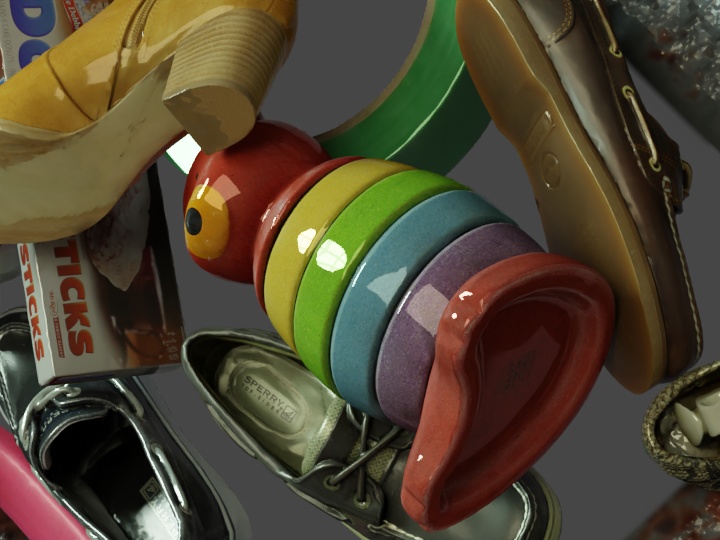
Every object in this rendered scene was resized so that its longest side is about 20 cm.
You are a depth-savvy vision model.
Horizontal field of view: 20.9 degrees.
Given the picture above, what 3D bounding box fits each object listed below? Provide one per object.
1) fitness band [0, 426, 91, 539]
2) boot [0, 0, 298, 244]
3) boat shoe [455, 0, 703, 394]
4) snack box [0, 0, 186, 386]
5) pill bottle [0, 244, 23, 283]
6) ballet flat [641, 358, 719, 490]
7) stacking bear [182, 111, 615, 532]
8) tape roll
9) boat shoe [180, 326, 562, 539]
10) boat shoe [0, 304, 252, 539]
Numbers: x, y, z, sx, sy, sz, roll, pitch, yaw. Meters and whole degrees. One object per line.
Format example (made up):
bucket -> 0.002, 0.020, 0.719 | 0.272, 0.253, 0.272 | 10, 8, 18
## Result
fitness band -> -0.190, 0.118, 0.926 | 0.200, 0.143, 0.037 | 41, 107, 35
boot -> -0.115, -0.093, 0.908 | 0.201, 0.071, 0.144 | -16, 37, 23
boat shoe -> 0.110, -0.047, 0.858 | 0.070, 0.070, 0.201 | -15, 76, -23
snack box -> -0.135, -0.047, 0.952 | 0.024, 0.072, 0.201 | -27, 71, 58
pill bottle -> -0.231, -0.091, 0.988 | 0.112, 0.112, 0.201 | -4, 105, 28
ballet flat -> 0.203, 0.039, 0.775 | 0.200, 0.075, 0.068 | -24, 78, 19
stacking bear -> 0.000, 0.000, 0.846 | 0.200, 0.114, 0.122 | 34, 127, 32
tape roll -> -0.019, -0.122, 0.967 | 0.200, 0.048, 0.201 | -10, 69, 27
boat shoe -> -0.004, 0.081, 0.881 | 0.201, 0.066, 0.072 | 27, 88, 33
boat shoe -> -0.134, 0.081, 0.951 | 0.072, 0.068, 0.200 | -47, 58, 7
